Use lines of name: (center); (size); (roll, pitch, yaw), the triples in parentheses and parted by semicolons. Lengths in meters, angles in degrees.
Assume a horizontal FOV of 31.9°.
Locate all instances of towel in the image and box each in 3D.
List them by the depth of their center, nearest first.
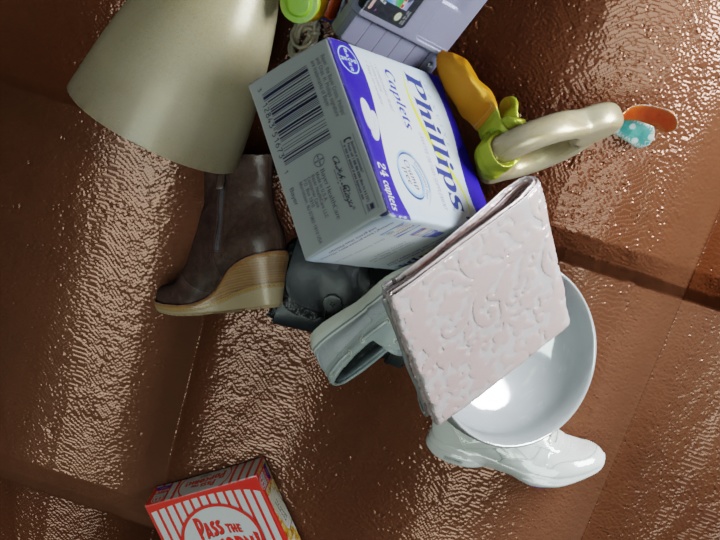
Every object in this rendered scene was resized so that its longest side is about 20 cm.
towel: (0.116, 0.032, 1.216); (0.191, 0.032, 0.200); (-36, 135, -16)

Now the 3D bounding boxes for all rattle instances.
rattle: (0.196, -0.172, 1.264); (0.200, 0.130, 0.143); (-22, 63, 4)

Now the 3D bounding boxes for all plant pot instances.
plant pot: (-0.163, -0.228, 1.242); (0.187, 0.187, 0.200); (28, 106, -3)

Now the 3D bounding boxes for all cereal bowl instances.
cereal bowl: (0.146, 0.083, 1.336); (0.200, 0.083, 0.200); (-2, 96, -24)

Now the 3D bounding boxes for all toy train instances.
toy train: (-0.047, -0.261, 1.231); (0.085, 0.116, 0.200); (25, 113, 6)

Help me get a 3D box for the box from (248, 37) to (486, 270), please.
box: (0.015, -0.104, 1.202); (0.105, 0.200, 0.184); (-27, 73, 29)

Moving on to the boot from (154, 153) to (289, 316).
boot: (-0.156, -0.036, 1.374); (0.200, 0.072, 0.167); (-7, 87, 41)

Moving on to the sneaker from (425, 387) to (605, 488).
sneaker: (0.175, 0.181, 1.398); (0.200, 0.075, 0.100); (10, 114, 5)

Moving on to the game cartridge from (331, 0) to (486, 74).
game cartridge: (0.075, -0.284, 1.213); (0.130, 0.038, 0.200); (14, 123, -45)

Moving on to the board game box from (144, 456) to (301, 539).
board game box: (-0.151, 0.338, 1.531); (0.151, 0.046, 0.200); (-18, 108, 16)

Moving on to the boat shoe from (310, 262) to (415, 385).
boat shoe: (0.032, 0.055, 1.281); (0.201, 0.070, 0.072); (-36, 66, 33)

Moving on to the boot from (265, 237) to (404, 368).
boot: (0.000, 0.000, 1.353); (0.168, 0.076, 0.200); (21, 120, -4)
